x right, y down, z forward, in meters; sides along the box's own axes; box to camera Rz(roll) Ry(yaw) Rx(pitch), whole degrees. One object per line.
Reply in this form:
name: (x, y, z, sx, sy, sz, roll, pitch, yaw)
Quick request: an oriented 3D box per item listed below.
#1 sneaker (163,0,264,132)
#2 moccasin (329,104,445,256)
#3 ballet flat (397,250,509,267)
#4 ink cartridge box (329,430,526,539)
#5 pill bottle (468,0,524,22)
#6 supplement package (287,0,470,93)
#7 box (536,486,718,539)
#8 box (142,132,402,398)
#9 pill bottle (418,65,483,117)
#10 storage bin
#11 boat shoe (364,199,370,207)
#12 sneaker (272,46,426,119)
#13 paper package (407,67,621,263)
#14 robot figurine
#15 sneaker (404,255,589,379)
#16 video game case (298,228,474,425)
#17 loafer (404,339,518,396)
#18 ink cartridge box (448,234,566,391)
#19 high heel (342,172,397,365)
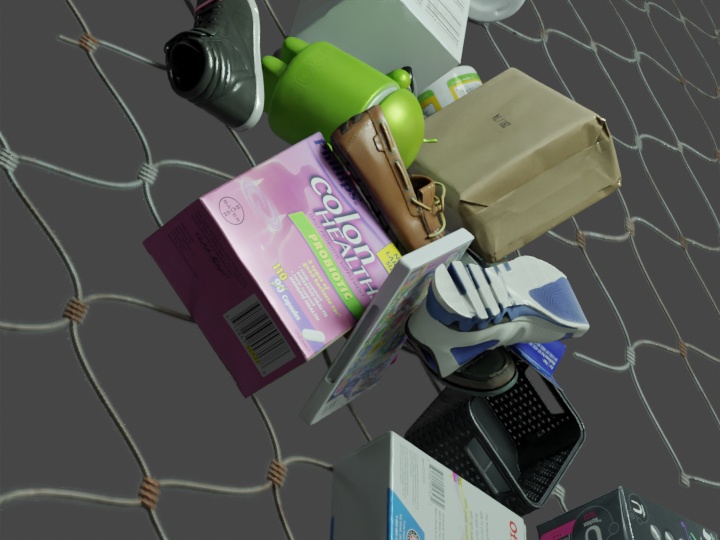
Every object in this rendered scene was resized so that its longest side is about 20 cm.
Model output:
sneaker: (-0.159, -0.249, 1.555, 0.099, 0.071, 0.201, 23, 49, -51)
moccasin: (0.048, -0.073, 1.481, 0.202, 0.078, 0.074, 57, -2, -15)
ballet flat: (0.103, 0.015, 1.710, 0.199, 0.069, 0.072, 2, 79, -50)
ink cartridge box: (0.068, 0.267, 1.403, 0.200, 0.085, 0.145, 36, 38, -30)
pill bottle: (0.189, -0.470, 2.203, 0.120, 0.119, 0.201, 40, 36, -27)
supplement package: (0.028, -0.314, 1.801, 0.151, 0.151, 0.200, 43, 34, -24)
box: (0.307, 0.332, 1.647, 0.200, 0.122, 0.106, 29, 41, -39)
box: (-0.073, -0.009, 1.413, 0.176, 0.097, 0.200, 57, 39, -1)
pill bottle: (0.136, -0.141, 1.840, 0.111, 0.111, 0.201, -12, 73, -57)
storage bin: (0.146, 0.178, 1.587, 0.136, 0.094, 0.200, 56, 32, -3)
boat shoe: (0.022, -0.059, 1.620, 0.200, 0.070, 0.071, -130, -163, -79)
sneaker: (0.000, -0.215, 1.709, 0.200, 0.115, 0.075, 35, 37, -33)
paper package: (0.159, -0.120, 1.670, 0.200, 0.190, 0.104, 45, -17, 57)
robot figurine: (-0.018, -0.168, 1.596, 0.199, 0.116, 0.175, 31, 50, 15)
sneaker: (0.117, 0.048, 1.458, 0.199, 0.115, 0.081, 3, 55, -38)
video game case: (0.026, 0.053, 1.432, 0.018, 0.200, 0.143, 40, 28, 14)
loafer: (0.087, 0.066, 1.544, 0.200, 0.072, 0.063, 34, -29, 52)
ink cartridge box: (0.155, 0.043, 1.591, 0.099, 0.039, 0.200, 38, 9, -38)
high heel: (0.000, 0.000, 1.534, 0.200, 0.096, 0.067, 55, 31, -4)
